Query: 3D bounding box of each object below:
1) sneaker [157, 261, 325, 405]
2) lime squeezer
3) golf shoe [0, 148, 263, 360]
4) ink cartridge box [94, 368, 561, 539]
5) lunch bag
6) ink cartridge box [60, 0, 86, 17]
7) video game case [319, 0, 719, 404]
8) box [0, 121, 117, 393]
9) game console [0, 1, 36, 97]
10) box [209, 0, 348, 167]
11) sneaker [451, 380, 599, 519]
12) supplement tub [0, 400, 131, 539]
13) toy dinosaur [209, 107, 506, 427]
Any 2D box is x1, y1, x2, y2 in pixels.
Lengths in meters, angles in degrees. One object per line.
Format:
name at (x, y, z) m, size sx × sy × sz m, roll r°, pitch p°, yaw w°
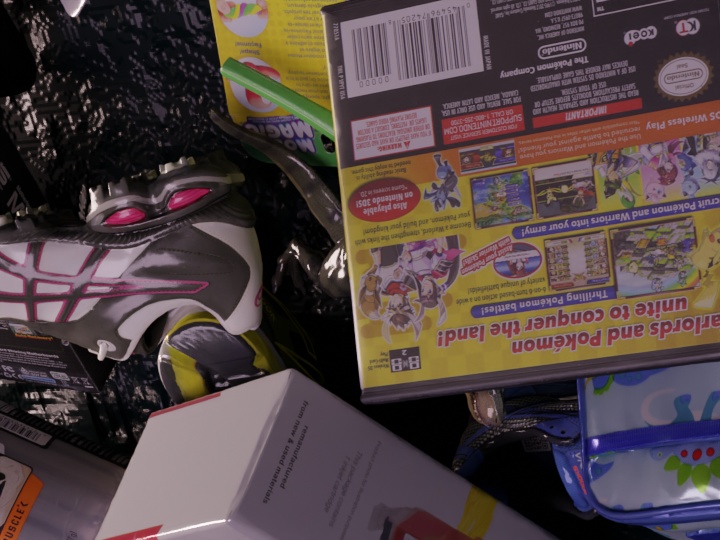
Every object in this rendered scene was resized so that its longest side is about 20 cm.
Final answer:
sneaker at (-0.038, 0.072, 1.265) m, size 0.074 × 0.085 × 0.200 m, roll -5°, pitch 134°, yaw 18°
lime squeezer at (0.023, -0.039, 1.147) m, size 0.200 × 0.038 × 0.071 m, roll 41°, pitch 174°, yaw -19°
golf shoe at (-0.141, 0.008, 1.169) m, size 0.199 × 0.077 × 0.088 m, roll -15°, pitch 95°, yaw 22°
ink cartridge box at (-0.005, 0.140, 1.180) m, size 0.200 × 0.084 × 0.145 m, roll 34°, pitch 152°, yaw -22°
lunch bag at (0.191, 0.037, 1.048) m, size 0.199 × 0.082 × 0.161 m, roll -8°, pitch 71°, yaw 33°
ink cartridge box at (-0.150, -0.214, 1.143) m, size 0.115 × 0.068 × 0.200 m, roll 56°, pitch 139°, yaw 18°
video game case at (0.079, -0.043, 1.057) m, size 0.199 × 0.025 × 0.181 m, roll -9°, pitch 84°, yaw 31°
box at (-0.246, -0.018, 1.308) m, size 0.199 × 0.048 × 0.193 m, roll 6°, pitch 141°, yaw 29°
game console at (-0.271, -0.172, 1.235) m, size 0.175 × 0.117 × 0.200 m, roll -7°, pitch 155°, yaw 8°
box at (-0.015, -0.144, 1.146) m, size 0.117 × 0.048 × 0.201 m, roll 5°, pitch 115°, yaw 28°
sneaker at (0.128, 0.085, 1.161) m, size 0.200 × 0.078 × 0.076 m, roll -16°, pitch 107°, yaw 36°
supplement tub at (-0.226, 0.126, 1.350) m, size 0.199 × 0.123 × 0.123 m, roll 22°, pitch 125°, yaw 6°
toy dinosaur at (0.000, 0.000, 1.189) m, size 0.200 × 0.047 × 0.088 m, roll 43°, pitch 158°, yaw 5°
